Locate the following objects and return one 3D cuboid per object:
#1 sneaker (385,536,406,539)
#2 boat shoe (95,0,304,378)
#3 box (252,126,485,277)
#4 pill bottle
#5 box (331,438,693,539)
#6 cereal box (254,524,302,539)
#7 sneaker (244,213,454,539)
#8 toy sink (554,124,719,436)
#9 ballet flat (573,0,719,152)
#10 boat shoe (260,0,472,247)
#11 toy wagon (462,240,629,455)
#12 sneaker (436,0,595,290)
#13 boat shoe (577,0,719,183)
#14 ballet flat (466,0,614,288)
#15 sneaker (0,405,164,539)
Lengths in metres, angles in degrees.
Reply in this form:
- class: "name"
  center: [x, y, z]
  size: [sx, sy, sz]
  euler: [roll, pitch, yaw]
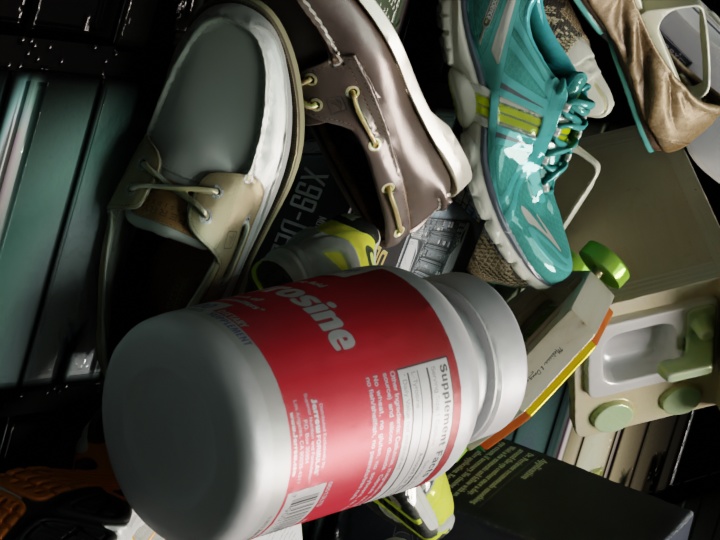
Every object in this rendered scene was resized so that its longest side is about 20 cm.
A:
- class: "sneaker"
  center: [-0.006, 0.260, 1.702]
  size: [0.200, 0.099, 0.078]
  euler: [-50, -169, -18]
- class: "boat shoe"
  center: [-0.080, -0.032, 1.379]
  size: [0.068, 0.074, 0.201]
  euler: [-35, 141, -64]
- class: "box"
  center: [0.000, 0.000, 1.627]
  size: [0.158, 0.050, 0.200]
  euler: [-67, 158, -6]
- class: "pill bottle"
  center: [-0.017, 0.059, 1.383]
  size: [0.199, 0.112, 0.113]
  euler: [-14, 123, -43]
- class: "box"
  center: [0.082, 0.221, 1.809]
  size: [0.117, 0.199, 0.198]
  euler: [-32, 137, -57]
- class: "cereal box"
  center: [-0.080, 0.180, 1.601]
  size: [0.144, 0.039, 0.201]
  euler: [-55, 154, -39]
- class: "sneaker"
  center: [0.013, 0.060, 1.516]
  size: [0.076, 0.075, 0.201]
  euler: [-40, 125, -22]
- class: "toy sink"
  center: [0.179, 0.024, 1.867]
  size: [0.131, 0.111, 0.201]
  euler: [83, -9, -49]
- class: "ballet flat"
  center: [0.175, -0.160, 1.790]
  size: [0.200, 0.072, 0.068]
  euler: [58, 14, -30]
- class: "boat shoe"
  center: [-0.011, -0.093, 1.464]
  size: [0.060, 0.072, 0.200]
  euler: [-47, 132, -15]
- class: "toy wagon"
  center: [0.086, 0.051, 1.743]
  size: [0.155, 0.040, 0.200]
  euler: [-46, -172, -10]
- class: "sneaker"
  center: [0.096, -0.086, 1.651]
  size: [0.078, 0.079, 0.201]
  euler: [-49, 129, -70]
- class: "boat shoe"
  center: [0.218, -0.134, 1.877]
  size: [0.072, 0.200, 0.066]
  euler: [-45, 180, 30]
- class: "ballet flat"
  center: [0.119, -0.083, 1.806]
  size: [0.068, 0.075, 0.201]
  euler: [-12, 119, -63]
- class: "sneaker"
  center: [-0.140, 0.139, 1.389]
  size: [0.200, 0.075, 0.092]
  euler: [-31, 140, -56]
